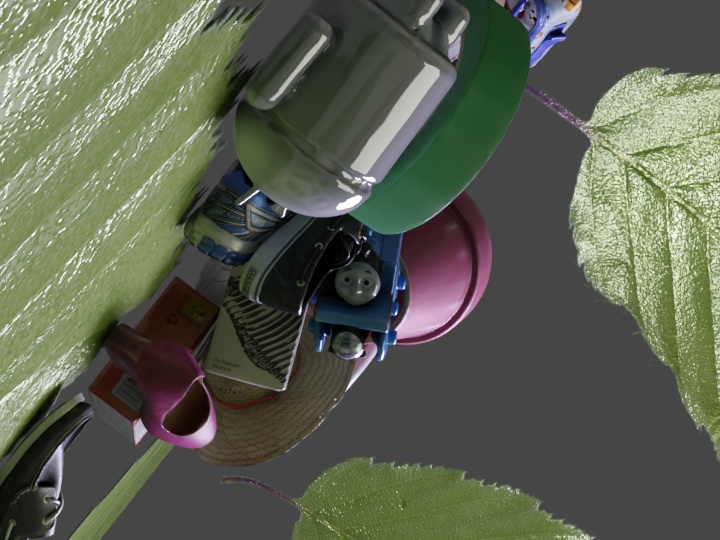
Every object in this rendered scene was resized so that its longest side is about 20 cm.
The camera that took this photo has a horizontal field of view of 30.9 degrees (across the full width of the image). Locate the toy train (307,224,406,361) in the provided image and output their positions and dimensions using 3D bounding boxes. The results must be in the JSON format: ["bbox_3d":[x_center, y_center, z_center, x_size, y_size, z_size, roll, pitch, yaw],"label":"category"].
[{"bbox_3d":[0.000,0.000,1.215,0.200,0.086,0.115,-76,174,-62],"label":"toy train"}]

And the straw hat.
[{"bbox_3d":[-0.111,0.090,1.307,0.202,0.200,0.085,-52,137,-24],"label":"straw hat"}]

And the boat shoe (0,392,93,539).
[{"bbox_3d":[-0.274,0.188,1.086,0.201,0.067,0.072,-54,177,14],"label":"boat shoe"}]

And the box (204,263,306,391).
[{"bbox_3d":[-0.082,0.007,1.220,0.068,0.081,0.202,115,-11,-86],"label":"box"}]

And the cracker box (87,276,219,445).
[{"bbox_3d":[-0.203,0.094,1.284,0.134,0.057,0.200,-54,180,-16],"label":"cracker box"}]

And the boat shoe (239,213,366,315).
[{"bbox_3d":[-0.029,-0.025,1.106,0.200,0.056,0.069,-47,160,-45],"label":"boat shoe"}]

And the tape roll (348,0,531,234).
[{"bbox_3d":[0.048,-0.128,1.025,0.200,0.048,0.202,-42,-149,32],"label":"tape roll"}]

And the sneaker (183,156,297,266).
[{"bbox_3d":[-0.070,-0.074,1.099,0.086,0.077,0.200,-57,177,29],"label":"sneaker"}]

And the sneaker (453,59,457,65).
[{"bbox_3d":[0.060,-0.137,1.158,0.201,0.074,0.087,-62,-160,-5],"label":"sneaker"}]

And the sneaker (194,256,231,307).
[{"bbox_3d":[-0.097,-0.010,1.344,0.201,0.099,0.078,-53,179,24],"label":"sneaker"}]

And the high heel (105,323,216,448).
[{"bbox_3d":[-0.151,0.122,1.145,0.068,0.096,0.200,-55,149,-14],"label":"high heel"}]

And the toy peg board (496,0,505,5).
[{"bbox_3d":[0.071,-0.256,1.427,0.200,0.097,0.200,-53,164,-30],"label":"toy peg board"}]

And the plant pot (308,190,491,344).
[{"bbox_3d":[0.028,-0.003,1.446,0.201,0.200,0.179,-52,169,25],"label":"plant pot"}]

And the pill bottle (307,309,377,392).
[{"bbox_3d":[-0.089,0.071,1.534,0.120,0.200,0.120,-49,179,-1],"label":"pill bottle"}]

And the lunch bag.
[{"bbox_3d":[0.179,-0.319,1.514,0.075,0.162,0.200,-17,169,-17],"label":"lunch bag"}]

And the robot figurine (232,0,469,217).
[{"bbox_3d":[-0.012,-0.120,0.901,0.201,0.113,0.169,-52,146,10],"label":"robot figurine"}]
